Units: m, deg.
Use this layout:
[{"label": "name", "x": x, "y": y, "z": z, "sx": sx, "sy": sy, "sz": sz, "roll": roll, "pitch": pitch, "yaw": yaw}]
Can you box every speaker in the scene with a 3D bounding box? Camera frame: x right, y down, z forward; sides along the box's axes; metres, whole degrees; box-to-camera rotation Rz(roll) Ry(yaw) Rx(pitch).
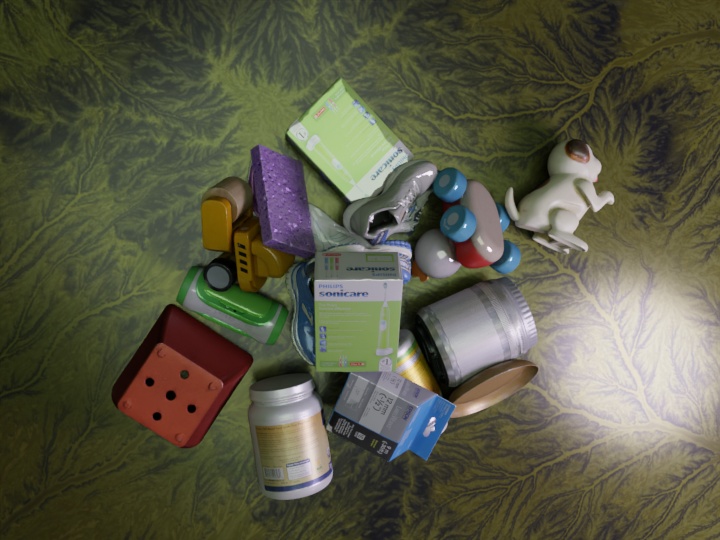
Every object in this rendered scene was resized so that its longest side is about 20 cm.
[{"label": "speaker", "x": -0.238, "y": 0.067, "z": 1.289, "sx": 0.198, "sy": 0.088, "sz": 0.089, "roll": 26, "pitch": 90, "yaw": -8}]

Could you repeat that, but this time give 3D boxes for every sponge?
[{"label": "sponge", "x": -0.140, "y": -0.125, "z": 1.243, "sx": 0.030, "sy": 0.111, "sz": 0.202, "roll": -28, "pitch": 60, "yaw": 33}]

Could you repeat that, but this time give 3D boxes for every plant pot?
[{"label": "plant pot", "x": 0.248, "y": 0.223, "z": 1.321, "sx": 0.198, "sy": 0.201, "sz": 0.028, "roll": -23, "pitch": 64, "yaw": -5}, {"label": "plant pot", "x": -0.328, "y": 0.204, "z": 1.240, "sx": 0.199, "sy": 0.176, "sz": 0.201, "roll": 34, "pitch": 88, "yaw": -8}]

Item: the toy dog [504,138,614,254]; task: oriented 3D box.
[{"label": "toy dog", "x": 0.391, "y": -0.155, "z": 1.343, "sx": 0.192, "sy": 0.140, "sz": 0.202, "roll": 25, "pitch": 87, "yaw": 6}]

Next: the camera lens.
[{"label": "camera lens", "x": 0.214, "y": 0.117, "z": 1.311, "sx": 0.198, "sy": 0.160, "sz": 0.161, "roll": -23, "pitch": 96, "yaw": -5}]

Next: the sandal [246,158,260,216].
[{"label": "sandal", "x": -0.186, "y": -0.124, "z": 1.302, "sx": 0.081, "sy": 0.050, "sz": 0.205, "roll": -4, "pitch": 94, "yaw": -7}]

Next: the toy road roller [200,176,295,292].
[{"label": "toy road roller", "x": -0.197, "y": -0.060, "z": 1.235, "sx": 0.144, "sy": 0.123, "sz": 0.202, "roll": 4, "pitch": 113, "yaw": 12}]

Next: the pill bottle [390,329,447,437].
[{"label": "pill bottle", "x": 0.090, "y": 0.225, "z": 1.321, "sx": 0.110, "sy": 0.111, "sz": 0.201, "roll": -28, "pitch": 104, "yaw": -5}]

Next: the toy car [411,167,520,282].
[{"label": "toy car", "x": 0.166, "y": -0.060, "z": 1.315, "sx": 0.199, "sy": 0.178, "sz": 0.184, "roll": -31, "pitch": 139, "yaw": 31}]

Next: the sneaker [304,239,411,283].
[{"label": "sneaker", "x": 0.000, "y": 0.000, "z": 1.227, "sx": 0.198, "sy": 0.077, "sz": 0.086, "roll": -8, "pitch": 75, "yaw": -8}]

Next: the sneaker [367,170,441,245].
[{"label": "sneaker", "x": 0.087, "y": -0.117, "z": 1.334, "sx": 0.199, "sy": 0.077, "sz": 0.085, "roll": -37, "pitch": 107, "yaw": 4}]

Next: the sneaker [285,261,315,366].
[{"label": "sneaker", "x": -0.081, "y": 0.082, "z": 1.282, "sx": 0.078, "sy": 0.089, "sz": 0.202, "roll": -14, "pitch": 94, "yaw": -48}]

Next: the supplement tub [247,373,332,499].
[{"label": "supplement tub", "x": -0.133, "y": 0.306, "z": 1.286, "sx": 0.143, "sy": 0.144, "sz": 0.202, "roll": -9, "pitch": 95, "yaw": -6}]

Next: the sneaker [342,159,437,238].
[{"label": "sneaker", "x": 0.068, "y": -0.119, "z": 1.228, "sx": 0.199, "sy": 0.092, "sz": 0.076, "roll": -39, "pitch": 125, "yaw": -7}]

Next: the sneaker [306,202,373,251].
[{"label": "sneaker", "x": -0.046, "y": -0.051, "z": 1.317, "sx": 0.199, "sy": 0.070, "sz": 0.081, "roll": 31, "pitch": 88, "yaw": 0}]

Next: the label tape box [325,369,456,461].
[{"label": "label tape box", "x": 0.053, "y": 0.266, "z": 1.252, "sx": 0.199, "sy": 0.066, "sz": 0.144, "roll": 27, "pitch": 118, "yaw": 7}]

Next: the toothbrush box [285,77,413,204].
[{"label": "toothbrush box", "x": -0.023, "y": -0.232, "z": 1.291, "sx": 0.200, "sy": 0.086, "sz": 0.146, "roll": 45, "pitch": 88, "yaw": -7}]

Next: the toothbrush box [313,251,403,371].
[{"label": "toothbrush box", "x": -0.007, "y": 0.073, "z": 1.177, "sx": 0.144, "sy": 0.086, "sz": 0.202, "roll": -1, "pitch": 126, "yaw": -2}]
